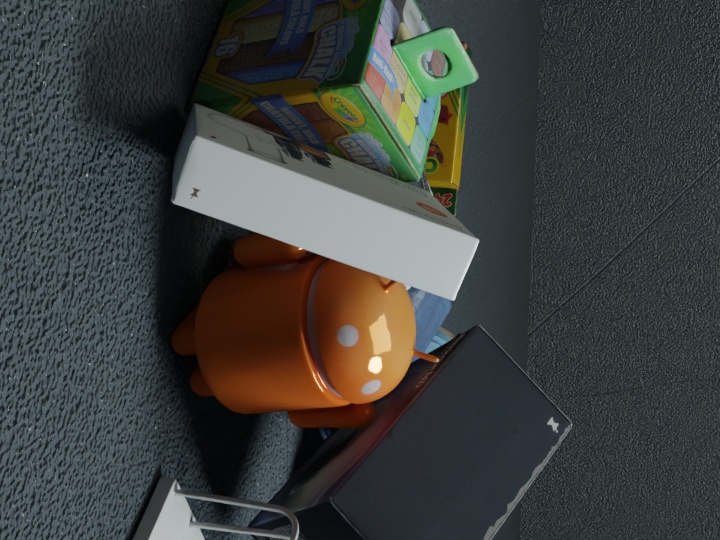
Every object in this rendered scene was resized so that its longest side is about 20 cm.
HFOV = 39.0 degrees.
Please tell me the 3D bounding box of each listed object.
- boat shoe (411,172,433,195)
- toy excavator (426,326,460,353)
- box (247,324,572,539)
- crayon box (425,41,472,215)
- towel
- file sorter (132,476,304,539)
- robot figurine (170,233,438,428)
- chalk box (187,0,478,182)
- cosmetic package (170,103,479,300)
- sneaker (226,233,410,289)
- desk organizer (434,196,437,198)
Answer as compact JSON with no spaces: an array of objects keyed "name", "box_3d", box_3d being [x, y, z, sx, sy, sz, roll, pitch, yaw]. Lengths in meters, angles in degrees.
[{"name":"boat shoe","box_3d":[0.034,-0.134,1.115,0.091,0.070,0.201,100,-27,-61]},{"name":"toy excavator","box_3d":[0.048,0.172,1.299,0.195,0.100,0.200,-62,178,29]},{"name":"box","box_3d":[0.036,0.172,0.846,0.200,0.123,0.198,-45,-176,-31]},{"name":"crayon box","box_3d":[0.060,-0.170,1.213,0.051,0.126,0.201,17,77,-74]},{"name":"towel","box_3d":[0.021,0.084,1.025,0.200,0.048,0.112,-55,155,-21]},{"name":"file sorter","box_3d":[-0.100,0.282,0.791,0.201,0.124,0.139,78,22,-44]},{"name":"robot figurine","box_3d":[-0.045,0.046,0.768,0.117,0.199,0.145,20,65,-61]},{"name":"chalk box","box_3d":[-0.010,-0.148,0.805,0.124,0.199,0.124,50,46,-47]},{"name":"cosmetic package","box_3d":[-0.031,-0.052,0.717,0.151,0.199,0.052,-116,-133,-69]},{"name":"sneaker","box_3d":[-0.038,0.010,0.914,0.199,0.078,0.082,-4,129,-34]},{"name":"desk organizer","box_3d":[0.000,0.000,1.049,0.201,0.071,0.077,-67,161,4]}]
